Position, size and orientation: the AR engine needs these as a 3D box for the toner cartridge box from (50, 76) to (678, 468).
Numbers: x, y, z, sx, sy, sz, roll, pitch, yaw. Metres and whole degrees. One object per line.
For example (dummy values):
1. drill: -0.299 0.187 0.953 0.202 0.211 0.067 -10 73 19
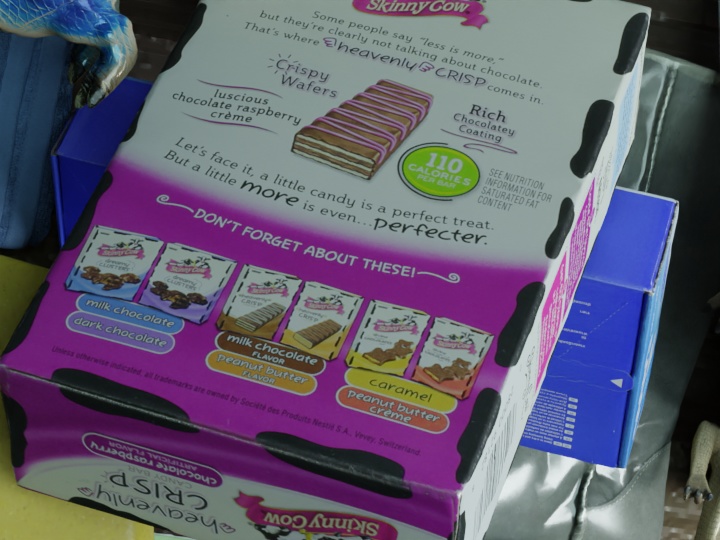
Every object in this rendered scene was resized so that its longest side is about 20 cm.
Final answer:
1. toner cartridge box: 0.000 0.000 0.878 0.199 0.095 0.043 14 51 9

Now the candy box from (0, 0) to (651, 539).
1. candy box: -0.005 -0.009 0.783 0.136 0.061 0.200 15 51 12

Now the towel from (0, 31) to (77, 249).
1. towel: -0.193 -0.061 0.860 0.199 0.049 0.112 4 125 -19

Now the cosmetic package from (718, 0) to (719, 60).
1. cosmetic package: 0.194 -0.013 0.948 0.151 0.052 0.200 36 36 -25

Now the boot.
1. boot: 0.061 0.012 0.962 0.181 0.073 0.201 13 94 -33

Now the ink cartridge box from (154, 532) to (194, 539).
1. ink cartridge box: -0.009 0.158 0.911 0.199 0.059 0.104 12 58 -19

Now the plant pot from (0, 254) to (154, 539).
1. plant pot: -0.170 0.082 0.822 0.199 0.200 0.177 17 74 -20

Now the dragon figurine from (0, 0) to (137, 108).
1. dragon figurine: -0.083 -0.119 0.796 0.200 0.059 0.099 -40 113 6

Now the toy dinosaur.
1. toy dinosaur: 0.160 0.044 0.998 0.058 0.101 0.200 26 63 22
